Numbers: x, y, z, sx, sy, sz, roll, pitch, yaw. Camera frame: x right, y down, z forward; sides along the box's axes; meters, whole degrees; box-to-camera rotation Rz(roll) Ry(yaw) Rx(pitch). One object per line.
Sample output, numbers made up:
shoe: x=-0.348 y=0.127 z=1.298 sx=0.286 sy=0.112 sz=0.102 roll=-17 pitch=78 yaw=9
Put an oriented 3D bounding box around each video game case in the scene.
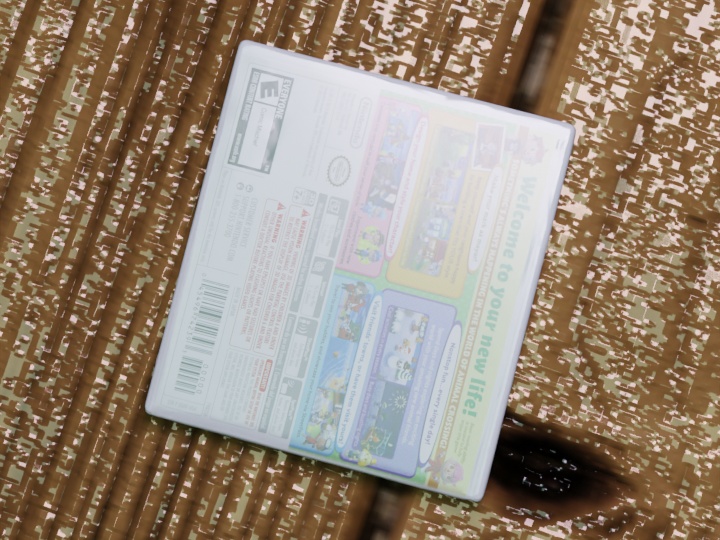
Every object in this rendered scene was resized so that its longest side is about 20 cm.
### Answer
video game case: x=0.000 y=0.000 z=1.071 sx=0.181 sy=0.022 sz=0.201 roll=15 pitch=88 yaw=3
